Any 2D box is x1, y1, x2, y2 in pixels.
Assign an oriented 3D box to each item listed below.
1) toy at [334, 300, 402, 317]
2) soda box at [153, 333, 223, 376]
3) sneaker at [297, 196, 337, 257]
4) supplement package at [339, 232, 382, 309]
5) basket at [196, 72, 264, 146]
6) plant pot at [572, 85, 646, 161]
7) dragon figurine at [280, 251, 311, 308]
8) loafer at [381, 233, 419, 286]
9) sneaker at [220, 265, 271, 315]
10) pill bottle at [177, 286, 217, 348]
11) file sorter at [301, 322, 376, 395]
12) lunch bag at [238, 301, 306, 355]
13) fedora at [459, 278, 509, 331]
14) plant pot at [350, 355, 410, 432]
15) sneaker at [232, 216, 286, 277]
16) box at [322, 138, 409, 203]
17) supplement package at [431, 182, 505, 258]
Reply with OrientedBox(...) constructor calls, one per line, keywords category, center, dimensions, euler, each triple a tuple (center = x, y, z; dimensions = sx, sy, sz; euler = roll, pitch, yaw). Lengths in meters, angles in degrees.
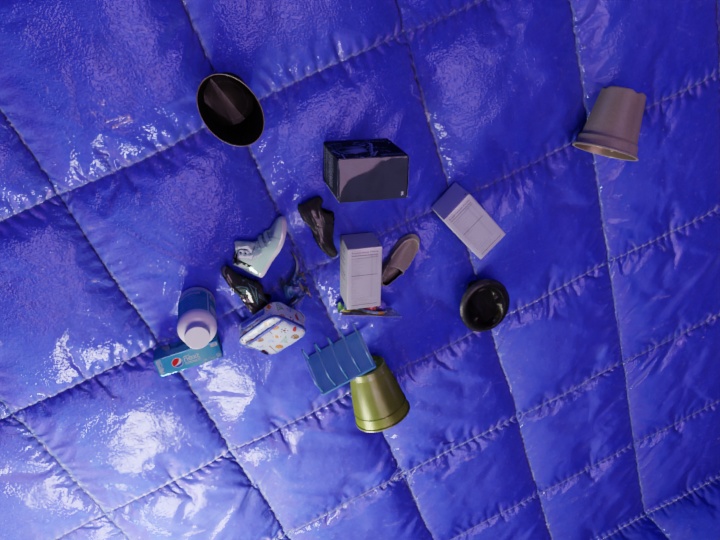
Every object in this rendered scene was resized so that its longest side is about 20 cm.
OrientedBox(category="toy", center=(0.024, 0.113, 1.850), dimensions=(0.196, 0.115, 0.048), euler=(0, 103, -17))
OrientedBox(category="soda box", center=(-0.523, 0.251, 1.775), dimensions=(0.196, 0.068, 0.065), euler=(-16, 119, -8))
OrientedBox(category="sneaker", center=(-0.106, -0.126, 1.715), dimensions=(0.090, 0.076, 0.202), euler=(-32, 123, -7))
OrientedBox(category="supplement package", center=(0.000, 0.000, 1.784), dimensions=(0.111, 0.110, 0.204), euler=(-5, 117, -14))
OrientedBox(category="basket", center=(-0.322, -0.411, 1.432), dimensions=(0.135, 0.201, 0.181), euler=(-39, 119, 6))
OrientedBox(category="plant pot", center=(0.769, -0.448, 1.763), dimensions=(0.197, 0.200, 0.187), euler=(12, 101, -21))
OrientedBox(category="dragon figurine", center=(-0.210, 0.051, 1.776), dimensions=(0.098, 0.059, 0.203), euler=(-19, 121, -7))
OrientedBox(category="loafer", center=(0.121, -0.024, 1.833), dimensions=(0.075, 0.068, 0.201), euler=(31, 103, -27))
OrientedBox(category="sneaker", center=(-0.341, 0.046, 1.736), dimensions=(0.079, 0.075, 0.201), euler=(-39, 129, -6))
OrientedBox(category="pill bottle", center=(-0.466, 0.138, 1.661), dimensions=(0.109, 0.201, 0.113), euler=(-6, 117, -13))
OrientedBox(category="file sorter", center=(-0.073, 0.277, 1.860), dimensions=(0.197, 0.140, 0.123), euler=(-27, 152, -2))
OrientedBox(category="lunch bag", center=(-0.273, 0.179, 1.771), dimensions=(0.199, 0.077, 0.159), euler=(-34, 137, 29))
OrientedBox(category="fedora", center=(0.405, 0.104, 1.968), dimensions=(0.197, 0.092, 0.204), euler=(-7, 117, -13))
OrientedBox(category="plant pot", center=(0.048, 0.401, 1.965), dimensions=(0.197, 0.200, 0.196), euler=(-20, 108, -6))
OrientedBox(category="sneaker", center=(-0.294, -0.079, 1.674), dimensions=(0.117, 0.074, 0.202), euler=(20, 111, -31))
OrientedBox(category="box", center=(0.011, -0.278, 1.601), dimensions=(0.196, 0.197, 0.126), euler=(-6, 118, -14))
OrientedBox(category="supplement package", center=(0.333, -0.154, 1.800), dimensions=(0.114, 0.110, 0.200), euler=(-44, 120, 8))
